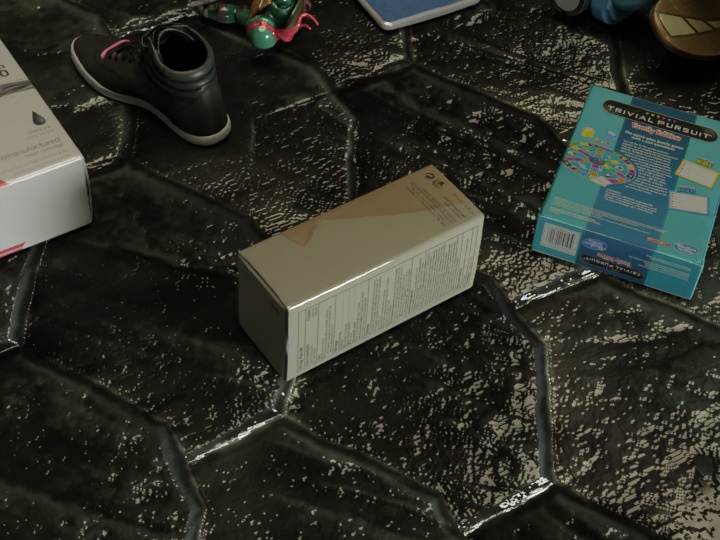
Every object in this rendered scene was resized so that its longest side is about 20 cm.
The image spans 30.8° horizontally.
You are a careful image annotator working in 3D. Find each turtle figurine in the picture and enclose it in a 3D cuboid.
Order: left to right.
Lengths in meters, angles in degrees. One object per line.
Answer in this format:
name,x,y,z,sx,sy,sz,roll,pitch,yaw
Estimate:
turtle figurine,-0.100,-0.290,1.348,0.149,0.101,0.201,-23,36,31

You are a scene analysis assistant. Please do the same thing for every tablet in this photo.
tablet,0.030,-0.341,1.459,0.129,0.014,0.200,-21,54,-23

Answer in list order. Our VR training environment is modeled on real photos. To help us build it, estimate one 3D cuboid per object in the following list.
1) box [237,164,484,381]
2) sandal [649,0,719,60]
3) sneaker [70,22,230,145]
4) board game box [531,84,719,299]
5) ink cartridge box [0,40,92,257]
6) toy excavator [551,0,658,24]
box,0.000,0.000,1.091,0.199,0.095,0.078,-24,53,-27
sandal,0.369,-0.259,1.388,0.199,0.054,0.081,-22,80,-43
sneaker,-0.205,-0.207,1.256,0.199,0.100,0.071,32,54,24
board game box,0.259,-0.078,1.217,0.150,0.047,0.201,18,48,11
ink cartridge box,-0.347,-0.108,1.163,0.145,0.085,0.200,-24,52,-25
toy excavator,0.316,-0.333,1.350,0.199,0.196,0.100,32,43,29
